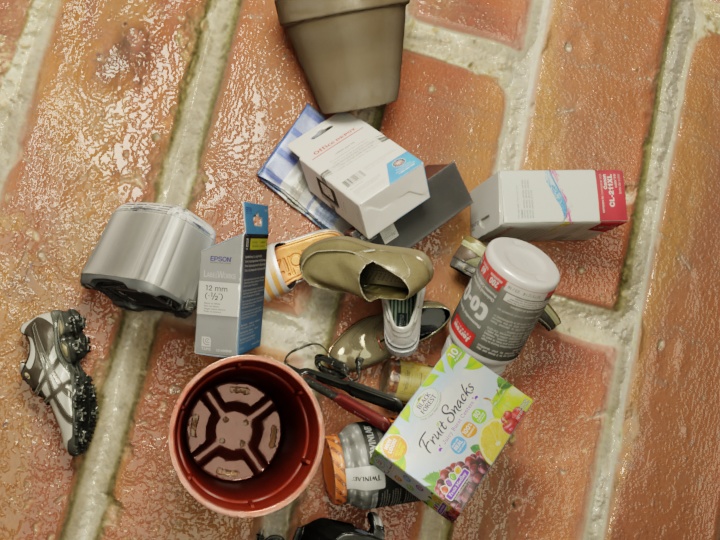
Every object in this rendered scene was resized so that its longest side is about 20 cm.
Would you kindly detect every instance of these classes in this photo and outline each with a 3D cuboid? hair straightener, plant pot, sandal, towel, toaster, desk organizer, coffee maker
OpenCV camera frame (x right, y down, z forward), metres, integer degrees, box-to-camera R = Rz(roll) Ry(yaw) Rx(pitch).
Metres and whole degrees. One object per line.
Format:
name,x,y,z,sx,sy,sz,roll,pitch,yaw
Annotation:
hair straightener,-0.024,0.157,1.469,0.198,0.041,0.077,21,57,27
plant pot,-0.016,-0.327,1.510,0.197,0.200,0.176,-12,103,-14
sandal,-0.112,-0.009,1.492,0.205,0.059,0.080,-26,91,-8
plant pot,-0.162,0.220,1.389,0.198,0.195,0.204,2,82,-12
towel,-0.040,-0.138,1.551,0.199,0.024,0.148,37,76,-6
toaster,-0.281,-0.015,1.403,0.113,0.198,0.131,35,67,-45
desk organizer,0.061,-0.080,1.520,0.199,0.077,0.072,-36,109,-21
coffee maker,-0.033,0.412,1.392,0.189,0.200,0.137,-6,83,-13

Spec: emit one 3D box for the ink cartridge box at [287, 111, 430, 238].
ink cartridge box,-0.005,-0.143,1.483,0.115,0.200,0.067,-34,135,-16

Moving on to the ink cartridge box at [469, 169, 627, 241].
ink cartridge box,0.279,-0.097,1.553,0.197,0.146,0.084,-1,82,-13

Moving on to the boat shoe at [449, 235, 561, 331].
boat shoe,0.219,0.030,1.569,0.200,0.073,0.065,41,91,-6

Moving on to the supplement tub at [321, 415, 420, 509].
supplement tub,0.049,0.271,1.468,0.197,0.122,0.124,-7,84,-14

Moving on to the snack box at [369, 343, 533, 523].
snack box,0.126,0.219,1.409,0.141,0.053,0.200,33,60,12

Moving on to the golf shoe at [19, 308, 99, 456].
golf shoe,-0.417,0.157,1.413,0.093,0.078,0.203,-8,83,4

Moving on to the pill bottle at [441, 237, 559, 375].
pill bottle,0.196,0.064,1.484,0.113,0.114,0.201,18,122,-10

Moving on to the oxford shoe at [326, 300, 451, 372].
oxford shoe,0.042,0.092,1.513,0.198,0.075,0.071,-27,90,-14

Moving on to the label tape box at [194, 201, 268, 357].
label tape box,-0.172,0.009,1.393,0.065,0.143,0.203,3,92,7

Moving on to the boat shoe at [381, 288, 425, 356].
boat shoe,0.063,0.026,1.483,0.072,0.067,0.202,-3,49,-4

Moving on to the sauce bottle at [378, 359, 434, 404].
sauce bottle,0.128,0.179,1.529,0.198,0.066,0.067,13,80,-13

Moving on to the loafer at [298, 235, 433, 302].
loafer,0.000,0.000,1.424,0.197,0.068,0.077,1,118,22
